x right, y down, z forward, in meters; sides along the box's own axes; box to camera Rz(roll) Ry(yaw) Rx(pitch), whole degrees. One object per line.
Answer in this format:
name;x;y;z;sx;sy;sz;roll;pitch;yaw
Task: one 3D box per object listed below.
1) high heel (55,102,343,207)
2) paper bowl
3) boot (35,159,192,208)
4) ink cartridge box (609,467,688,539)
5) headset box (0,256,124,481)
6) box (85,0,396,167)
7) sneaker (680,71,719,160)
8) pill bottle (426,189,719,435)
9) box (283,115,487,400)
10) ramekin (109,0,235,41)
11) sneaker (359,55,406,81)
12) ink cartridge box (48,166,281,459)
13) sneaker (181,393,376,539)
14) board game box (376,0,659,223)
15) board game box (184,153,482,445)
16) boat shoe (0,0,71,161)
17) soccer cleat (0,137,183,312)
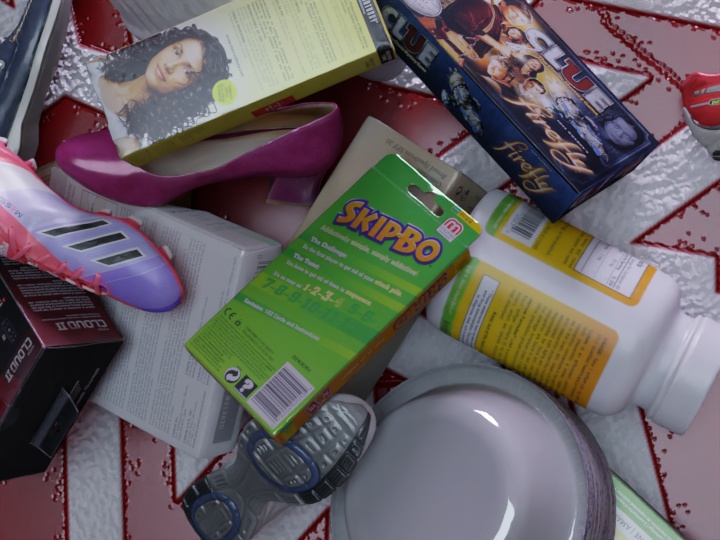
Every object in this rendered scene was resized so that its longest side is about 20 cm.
high heel;-0.113;-0.093;1.049;0.199;0.096;0.068;9;50;-9
paper bowl;0.070;0.165;1.032;0.200;0.104;0.202;-10;67;26
boot;-0.149;-0.037;1.136;0.199;0.077;0.156;-24;84;6
ink cartridge box;0.151;0.251;1.074;0.145;0.048;0.200;43;93;11
headset box;-0.270;0.048;1.100;0.200;0.077;0.149;51;123;27
box;-0.080;-0.142;1.009;0.199;0.050;0.076;-23;84;2
sneaker;0.320;-0.158;1.052;0.199;0.077;0.085;-29;76;8
pill bottle;0.157;0.034;1.052;0.199;0.111;0.112;28;92;11
box;0.000;0.000;1.094;0.095;0.078;0.201;32;93;26
ramekin;-0.123;-0.267;1.078;0.199;0.105;0.201;-23;47;26
sneaker;-0.062;-0.207;1.109;0.199;0.116;0.074;22;93;13
ink cartridge box;-0.160;0.027;1.098;0.199;0.050;0.162;23;107;34
sneaker;-0.052;0.133;1.063;0.200;0.087;0.075;-37;88;43
board game box;0.110;-0.136;1.062;0.200;0.135;0.035;48;129;10
board game box;-0.016;0.015;1.006;0.200;0.030;0.095;-45;66;-8
boat shoe;-0.276;-0.151;1.171;0.061;0.075;0.201;17;99;1
soccer cleat;-0.215;-0.020;1.036;0.200;0.067;0.076;34;51;13
